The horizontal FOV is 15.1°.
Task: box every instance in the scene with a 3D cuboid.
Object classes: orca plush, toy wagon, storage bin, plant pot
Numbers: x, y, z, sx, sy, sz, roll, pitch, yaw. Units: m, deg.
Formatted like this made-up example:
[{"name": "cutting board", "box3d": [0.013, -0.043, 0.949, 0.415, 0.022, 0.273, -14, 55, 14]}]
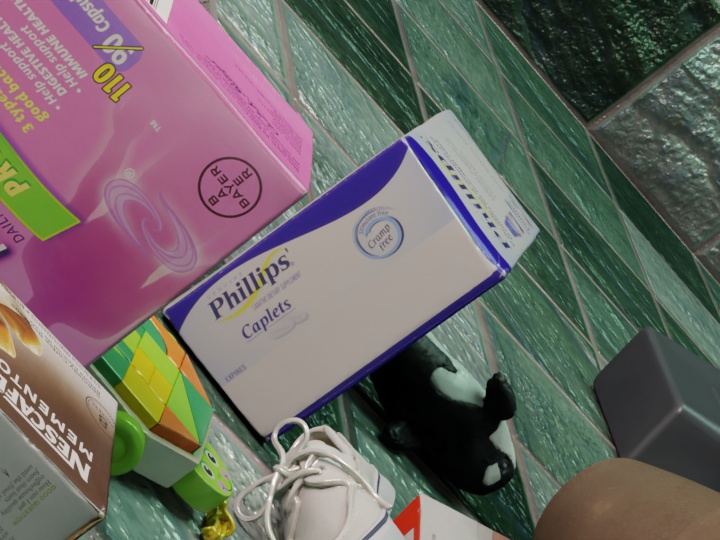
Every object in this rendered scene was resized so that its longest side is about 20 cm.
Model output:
[{"name": "orca plush", "box3d": [0.043, 0.088, 1.838, 0.071, 0.105, 0.200, -56, 142, -37]}, {"name": "toy wagon", "box3d": [-0.123, 0.055, 1.415, 0.200, 0.040, 0.155, 50, 13, -10]}, {"name": "storage bin", "box3d": [0.306, 0.141, 2.514, 0.134, 0.146, 0.200, 36, 18, -23]}, {"name": "plant pot", "box3d": [0.212, 0.217, 1.881, 0.200, 0.200, 0.175, 39, 1, -45]}]

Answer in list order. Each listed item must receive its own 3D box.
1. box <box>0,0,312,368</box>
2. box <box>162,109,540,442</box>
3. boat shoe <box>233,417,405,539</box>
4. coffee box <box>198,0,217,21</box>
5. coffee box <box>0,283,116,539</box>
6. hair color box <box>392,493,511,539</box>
[{"name": "box", "box3d": [-0.153, -0.054, 1.239, 0.176, 0.200, 0.097, 50, 13, -15]}, {"name": "box", "box3d": [0.000, 0.000, 1.676, 0.105, 0.184, 0.200, 54, 13, 0]}, {"name": "boat shoe", "box3d": [-0.025, 0.124, 1.500, 0.086, 0.075, 0.202, 51, 11, -8]}, {"name": "coffee box", "box3d": [-0.130, -0.158, 1.657, 0.114, 0.080, 0.200, -107, -169, -54]}, {"name": "coffee box", "box3d": [-0.195, 0.030, 1.103, 0.200, 0.080, 0.114, 48, 13, -17]}, {"name": "hair color box", "box3d": [0.098, 0.220, 1.527, 0.200, 0.064, 0.111, 29, 34, -21]}]
